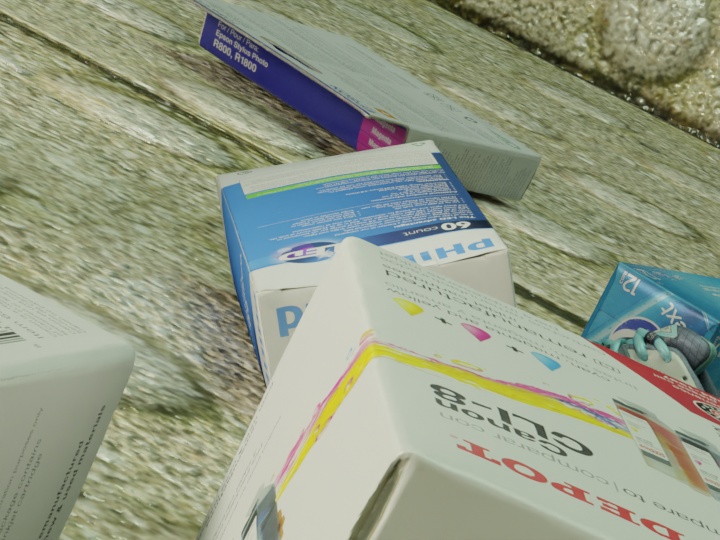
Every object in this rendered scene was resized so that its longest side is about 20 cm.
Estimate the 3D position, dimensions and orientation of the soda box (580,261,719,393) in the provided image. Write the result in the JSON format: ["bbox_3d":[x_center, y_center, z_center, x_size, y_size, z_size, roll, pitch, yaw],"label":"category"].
[{"bbox_3d":[0.191,0.044,1.551,0.068,0.064,0.200,32,12,28],"label":"soda box"}]

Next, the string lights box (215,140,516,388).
[{"bbox_3d":[0.000,0.000,1.215,0.102,0.059,0.200,-9,16,-4],"label":"string lights box"}]

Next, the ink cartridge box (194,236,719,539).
[{"bbox_3d":[0.035,0.103,0.685,0.145,0.145,0.200,24,12,-9],"label":"ink cartridge box"}]

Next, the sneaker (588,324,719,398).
[{"bbox_3d":[0.111,0.055,1.251,0.200,0.086,0.078,27,11,9],"label":"sneaker"}]

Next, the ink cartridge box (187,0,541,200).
[{"bbox_3d":[-0.009,-0.114,1.912,0.196,0.043,0.200,35,16,35],"label":"ink cartridge box"}]

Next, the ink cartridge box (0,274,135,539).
[{"bbox_3d":[-0.169,0.029,0.725,0.145,0.084,0.200,29,11,17],"label":"ink cartridge box"}]
